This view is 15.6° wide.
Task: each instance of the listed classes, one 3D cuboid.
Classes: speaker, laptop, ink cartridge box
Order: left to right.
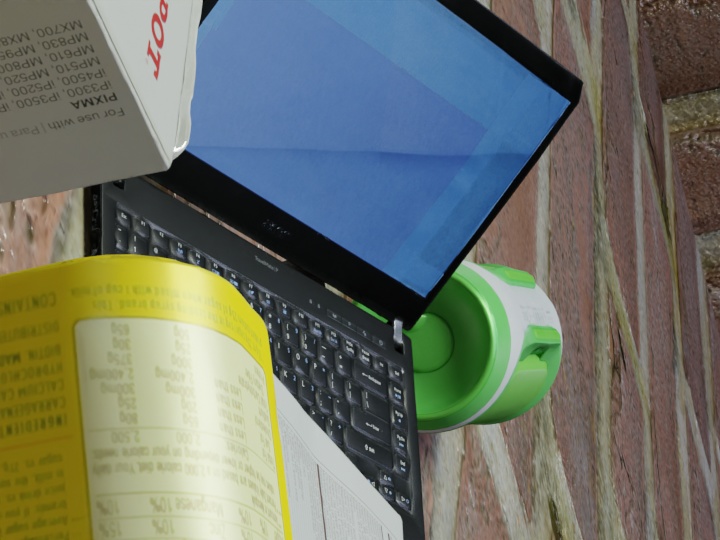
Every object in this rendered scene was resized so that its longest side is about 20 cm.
[{"bbox_3d":[-0.112,-0.136,0.691,0.147,0.082,0.201,-88,162,-45],"label":"ink cartridge box"},{"bbox_3d":[0.000,0.000,0.917,0.177,0.103,0.201,31,45,-43],"label":"laptop"},{"bbox_3d":[0.048,0.036,1.288,0.200,0.088,0.089,9,70,-78],"label":"speaker"}]

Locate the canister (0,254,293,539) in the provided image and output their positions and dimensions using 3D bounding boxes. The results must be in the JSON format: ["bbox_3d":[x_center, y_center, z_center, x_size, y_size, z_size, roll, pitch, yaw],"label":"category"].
[{"bbox_3d":[-0.074,0.110,0.495,0.087,0.147,0.201,52,27,-64],"label":"canister"}]

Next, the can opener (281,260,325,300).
[{"bbox_3d":[-0.029,0.099,0.992,0.067,0.053,0.202,143,-60,-67],"label":"can opener"}]

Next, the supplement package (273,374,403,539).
[{"bbox_3d":[-0.059,0.095,0.663,0.200,0.109,0.115,55,26,-62],"label":"supplement package"}]
